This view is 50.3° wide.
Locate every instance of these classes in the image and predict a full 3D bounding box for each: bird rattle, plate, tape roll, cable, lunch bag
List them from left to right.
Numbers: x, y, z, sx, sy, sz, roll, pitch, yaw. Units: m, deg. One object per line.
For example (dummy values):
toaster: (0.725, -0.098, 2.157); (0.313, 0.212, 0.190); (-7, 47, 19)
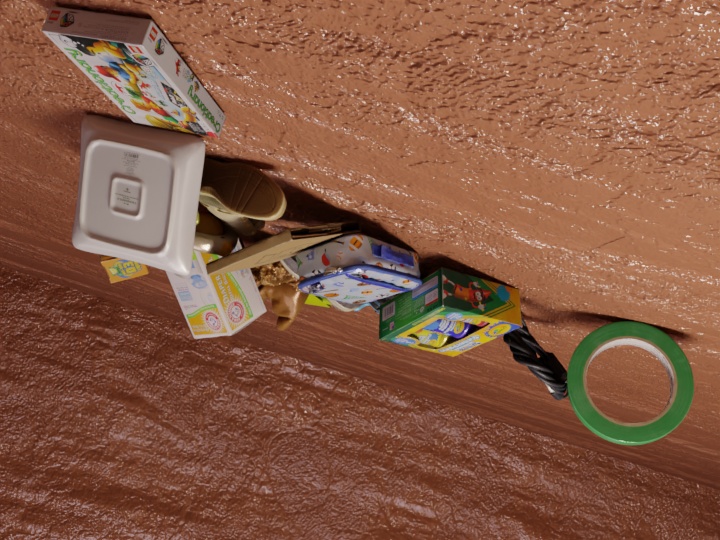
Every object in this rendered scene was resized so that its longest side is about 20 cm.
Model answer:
plate: (-0.325, -0.106, 1.089); (0.199, 0.201, 0.032); (14, -167, 14)
bird rattle: (-0.281, -0.068, 1.252); (0.162, 0.113, 0.200); (19, -170, -15)
lunch bag: (0.000, 0.000, 1.245); (0.160, 0.076, 0.200); (-15, 163, 35)
cable: (0.297, 0.142, 1.374); (0.163, 0.051, 0.200); (26, -152, -51)
tape roll: (0.447, 0.188, 1.282); (0.199, 0.201, 0.048); (12, 167, 17)

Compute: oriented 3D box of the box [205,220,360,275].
box: (-0.121, -0.036, 1.203); (0.199, 0.021, 0.163); (-19, 175, 39)

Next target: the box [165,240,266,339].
box: (-0.272, 0.012, 1.395); (0.112, 0.101, 0.201); (-7, 109, 39)

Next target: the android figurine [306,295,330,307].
android figurine: (-0.143, 0.040, 1.732); (0.199, 0.041, 0.182); (9, 164, 28)

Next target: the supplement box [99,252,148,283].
supplement box: (-0.384, -0.082, 1.213); (0.068, 0.201, 0.067); (-12, 148, -8)

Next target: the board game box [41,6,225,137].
board game box: (-0.250, -0.222, 0.878); (0.126, 0.035, 0.200); (13, 165, 17)

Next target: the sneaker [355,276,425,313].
sneaker: (0.067, 0.049, 1.441); (0.199, 0.082, 0.073); (6, 160, 33)

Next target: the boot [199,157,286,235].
boot: (-0.172, -0.099, 1.162); (0.199, 0.073, 0.155); (17, 166, 26)

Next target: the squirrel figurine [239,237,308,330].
squirrel figurine: (-0.179, -0.003, 1.494); (0.186, 0.142, 0.200); (31, 149, -12)

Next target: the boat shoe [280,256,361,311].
boat shoe: (-0.062, -0.005, 1.384); (0.200, 0.075, 0.073); (38, 148, -21)

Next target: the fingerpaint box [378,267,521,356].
fingerpaint box: (0.152, 0.080, 1.337); (0.166, 0.074, 0.200); (15, 152, -27)
